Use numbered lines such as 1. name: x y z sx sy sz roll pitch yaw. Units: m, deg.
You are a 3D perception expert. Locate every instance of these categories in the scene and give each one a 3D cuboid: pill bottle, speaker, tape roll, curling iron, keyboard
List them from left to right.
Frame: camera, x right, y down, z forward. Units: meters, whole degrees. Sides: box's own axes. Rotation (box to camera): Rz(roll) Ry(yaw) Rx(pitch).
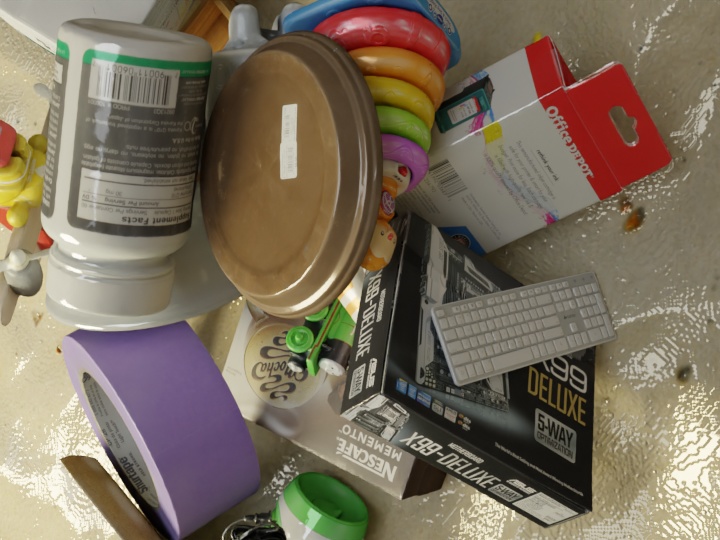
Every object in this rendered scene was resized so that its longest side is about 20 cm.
1. pill bottle: -0.175 -0.076 0.903 0.112 0.113 0.202 18 107 27
2. tape roll: -0.174 0.127 1.065 0.200 0.084 0.201 46 152 33
3. speaker: -0.069 0.278 1.071 0.088 0.088 0.201 36 107 24
4. curling iron: -0.027 0.255 1.006 0.050 0.199 0.026 -52 24 8
5. keyboard: 0.124 0.040 0.897 0.011 0.199 0.057 -34 74 42

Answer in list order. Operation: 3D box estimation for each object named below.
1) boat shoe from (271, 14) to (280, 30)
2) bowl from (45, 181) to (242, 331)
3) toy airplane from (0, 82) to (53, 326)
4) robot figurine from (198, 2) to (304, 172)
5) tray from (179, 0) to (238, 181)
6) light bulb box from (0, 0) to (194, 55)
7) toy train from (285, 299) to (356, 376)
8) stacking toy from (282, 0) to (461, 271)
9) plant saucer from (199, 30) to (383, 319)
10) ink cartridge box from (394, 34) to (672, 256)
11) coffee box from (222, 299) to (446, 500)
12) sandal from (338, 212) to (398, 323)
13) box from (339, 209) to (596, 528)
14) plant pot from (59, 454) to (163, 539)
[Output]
1. boat shoe: -0.042 -0.121 1.063 0.065 0.070 0.203 -1 88 14
2. bowl: -0.181 -0.032 1.053 0.199 0.201 0.091 6 116 29
3. toy airplane: -0.302 -0.069 1.145 0.140 0.199 0.202 -3 105 20
4. robot figurine: -0.070 -0.109 0.982 0.168 0.113 0.202 -3 96 -4
5. tray: -0.161 -0.150 1.144 0.200 0.037 0.099 -47 69 21
6. light bulb box: -0.201 -0.264 1.029 0.124 0.200 0.199 31 89 -6
7. toy train: 0.000 0.000 0.999 0.056 0.042 0.201 19 66 13
8. stacking toy: 0.011 -0.093 0.862 0.109 0.116 0.202 -13 61 27
9. plant saucer: -0.057 -0.067 0.858 0.199 0.029 0.203 -2 87 51
10. ink cartridge box: 0.119 -0.093 0.928 0.199 0.116 0.068 -25 42 19
11. coffee box: -0.012 0.097 1.038 0.199 0.080 0.114 24 99 27
12. sandal: 0.005 -0.012 0.946 0.059 0.079 0.208 -26 84 37
13. box: 0.085 0.073 0.887 0.050 0.199 0.159 -33 35 42
14. plant pot: -0.197 0.238 1.103 0.027 0.201 0.200 -40 68 -14
